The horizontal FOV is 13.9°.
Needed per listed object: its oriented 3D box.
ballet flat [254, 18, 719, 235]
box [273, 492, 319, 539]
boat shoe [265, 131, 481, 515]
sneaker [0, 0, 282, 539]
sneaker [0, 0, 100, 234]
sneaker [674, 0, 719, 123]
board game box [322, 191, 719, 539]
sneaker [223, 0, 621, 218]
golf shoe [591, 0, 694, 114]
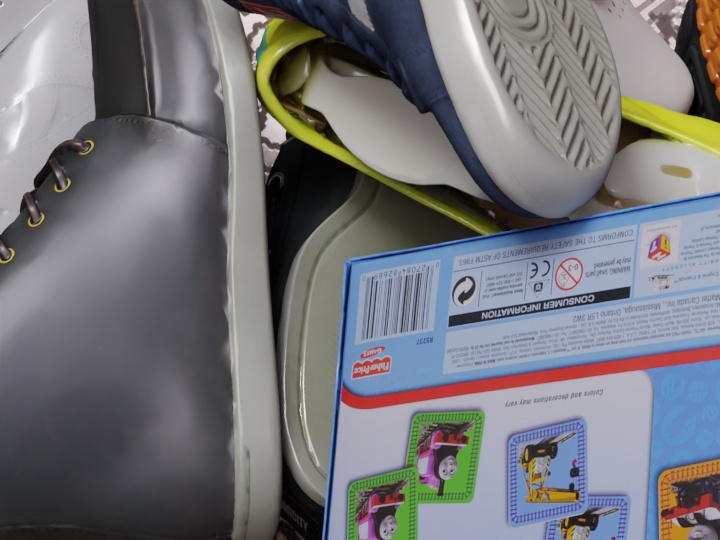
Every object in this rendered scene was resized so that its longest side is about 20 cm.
[{"bbox_3d":[0.057,-0.025,0.854,0.199,0.067,0.067,25,105,10],"label":"ballet flat"},{"bbox_3d":[-0.048,0.146,0.864,0.050,0.075,0.201,-22,45,23],"label":"box"},{"bbox_3d":[-0.002,-0.001,0.920,0.074,0.066,0.200,25,52,-25],"label":"boat shoe"},{"bbox_3d":[-0.085,-0.015,0.859,0.106,0.075,0.201,-3,70,-15],"label":"sneaker"},{"bbox_3d":[-0.105,-0.028,0.931,0.080,0.076,0.200,35,70,11],"label":"sneaker"},{"bbox_3d":[0.164,-0.020,0.931,0.091,0.076,0.201,-12,70,-16],"label":"sneaker"},{"bbox_3d":[0.054,0.086,0.743,0.151,0.037,0.201,-10,66,38],"label":"board game box"},{"bbox_3d":[0.002,-0.080,0.812,0.084,0.075,0.201,-39,52,24],"label":"sneaker"},{"bbox_3d":[0.039,-0.115,0.906,0.200,0.075,0.091,39,120,-17],"label":"golf shoe"}]
